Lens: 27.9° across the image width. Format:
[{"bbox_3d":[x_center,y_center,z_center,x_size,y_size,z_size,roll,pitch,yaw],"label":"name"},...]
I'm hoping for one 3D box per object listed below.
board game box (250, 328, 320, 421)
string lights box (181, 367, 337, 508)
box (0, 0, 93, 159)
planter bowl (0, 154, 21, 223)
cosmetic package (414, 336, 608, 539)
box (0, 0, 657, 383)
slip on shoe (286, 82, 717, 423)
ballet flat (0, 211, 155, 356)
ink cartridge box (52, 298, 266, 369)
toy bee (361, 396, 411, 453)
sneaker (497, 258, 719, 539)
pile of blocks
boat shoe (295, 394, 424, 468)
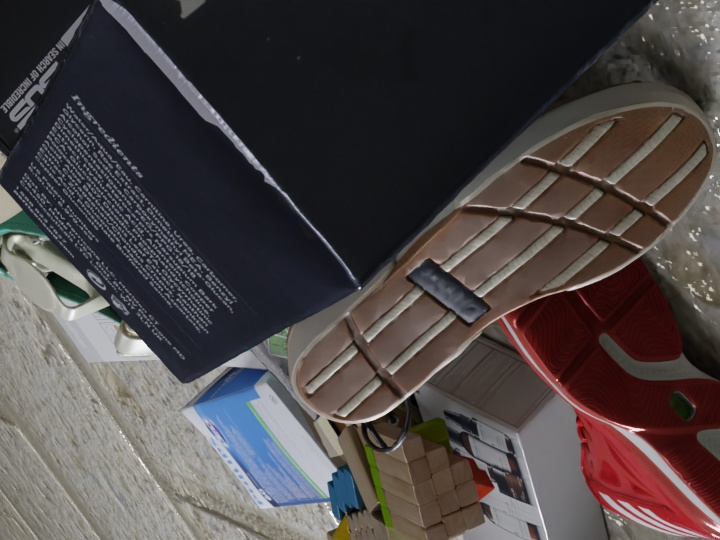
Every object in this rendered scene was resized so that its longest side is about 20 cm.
[{"bbox_3d":[-0.057,-0.023,0.818,0.200,0.023,0.105,47,112,3],"label":"board game box"},{"bbox_3d":[-0.051,0.112,1.039,0.103,0.059,0.200,51,156,-7],"label":"string lights box"},{"bbox_3d":[-0.124,-0.170,0.597,0.160,0.200,0.044,47,-167,3],"label":"box"},{"bbox_3d":[-0.246,-0.091,0.801,0.198,0.136,0.200,20,169,4],"label":"planter bowl"},{"bbox_3d":[0.092,0.130,0.840,0.082,0.051,0.201,26,147,41],"label":"cosmetic package"},{"bbox_3d":[-0.009,-0.076,0.528,0.118,0.197,0.200,48,155,-5],"label":"box"},{"bbox_3d":[0.050,-0.014,0.591,0.076,0.200,0.061,39,-156,-27],"label":"slip on shoe"},{"bbox_3d":[-0.151,0.016,0.899,0.198,0.071,0.068,27,140,5],"label":"ballet flat"},{"bbox_3d":[-0.159,-0.020,0.960,0.175,0.045,0.201,0,133,36],"label":"ink cartridge box"},{"bbox_3d":[0.000,0.000,0.750,0.131,0.108,0.202,-34,70,47],"label":"toy bee"},{"bbox_3d":[0.107,0.058,0.680,0.200,0.078,0.115,49,154,0],"label":"sneaker"},{"bbox_3d":[0.027,0.123,0.817,0.083,0.062,0.200,66,158,15],"label":"pile of blocks"},{"bbox_3d":[-0.025,0.025,0.869,0.068,0.072,0.201,-30,100,33],"label":"boat shoe"}]
